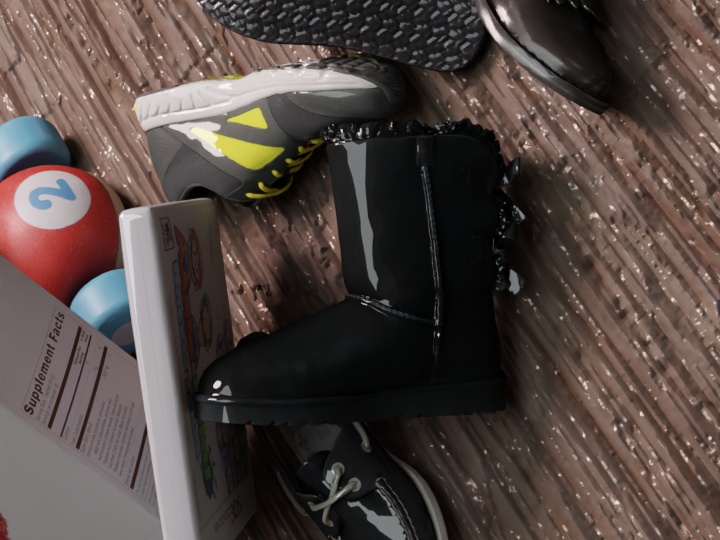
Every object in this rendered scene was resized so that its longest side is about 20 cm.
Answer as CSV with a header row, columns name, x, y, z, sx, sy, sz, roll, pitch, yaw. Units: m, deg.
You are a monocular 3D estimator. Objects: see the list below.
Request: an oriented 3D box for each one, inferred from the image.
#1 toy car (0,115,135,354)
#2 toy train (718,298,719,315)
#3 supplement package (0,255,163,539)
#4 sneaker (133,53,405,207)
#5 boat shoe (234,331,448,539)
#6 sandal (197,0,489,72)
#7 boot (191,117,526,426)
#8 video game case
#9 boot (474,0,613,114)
name,x,y,z,sx,sy,sz,roll,pitch,yaw
toy car,-0.268,0.000,1.117,0.177,0.199,0.185,-48,59,21
toy train,0.230,0.065,0.808,0.113,0.086,0.203,-16,75,40
supplement package,-0.202,0.108,1.036,0.121,0.200,0.120,-39,24,26
sneaker,-0.052,-0.086,1.059,0.198,0.074,0.086,-5,100,36
boat shoe,-0.015,0.115,0.990,0.074,0.060,0.201,-44,56,24
sandal,-0.017,-0.167,1.023,0.198,0.045,0.076,18,106,6
boot,0.000,0.000,0.931,0.073,0.196,0.165,-174,81,-70
video game case,-0.096,0.061,0.976,0.023,0.182,0.203,-7,93,6
boot,0.135,-0.208,0.925,0.174,0.069,0.201,-40,60,27
